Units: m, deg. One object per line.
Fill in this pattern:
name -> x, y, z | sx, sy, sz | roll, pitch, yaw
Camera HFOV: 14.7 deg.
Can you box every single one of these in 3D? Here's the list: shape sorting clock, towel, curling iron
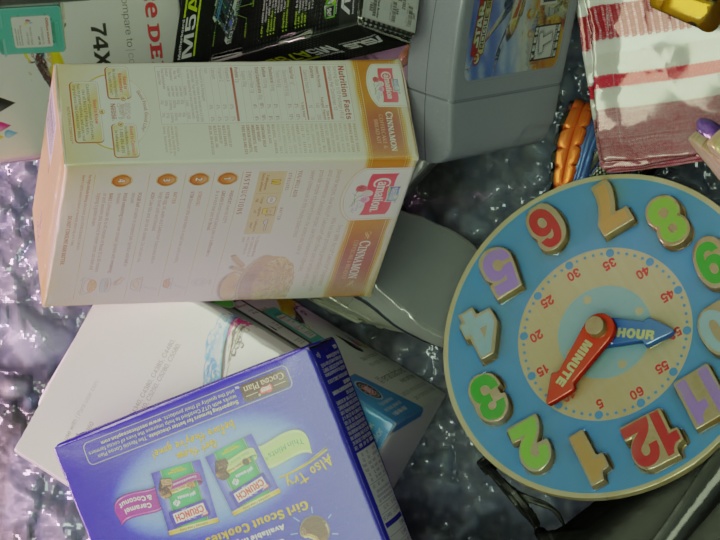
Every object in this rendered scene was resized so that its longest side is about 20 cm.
shape sorting clock -> 0.142, 0.036, 1.628 | 0.199, 0.039, 0.201 | -6, 71, 19
towel -> 0.195, -0.165, 1.646 | 0.144, 0.023, 0.201 | -9, 92, 15
curling iron -> 0.226, 0.102, 1.587 | 0.200, 0.026, 0.050 | -45, 74, 4

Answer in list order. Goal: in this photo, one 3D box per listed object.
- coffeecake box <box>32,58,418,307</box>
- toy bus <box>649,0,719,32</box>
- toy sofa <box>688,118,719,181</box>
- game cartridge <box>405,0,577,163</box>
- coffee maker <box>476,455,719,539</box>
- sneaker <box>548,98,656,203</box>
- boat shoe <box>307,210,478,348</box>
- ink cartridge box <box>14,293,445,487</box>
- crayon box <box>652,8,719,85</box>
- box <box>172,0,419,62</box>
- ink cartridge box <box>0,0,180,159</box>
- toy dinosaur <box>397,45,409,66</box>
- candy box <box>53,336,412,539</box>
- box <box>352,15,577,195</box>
coffeecake box -> -0.081, -0.049, 1.608 | 0.199, 0.154, 0.073 | -1, 59, -13
toy bus -> 0.209, -0.241, 1.596 | 0.078, 0.065, 0.201 | 24, 97, 12
toy sofa -> 0.282, -0.031, 1.622 | 0.083, 0.098, 0.200 | -41, 123, -2
game cartridge -> 0.081, -0.162, 1.605 | 0.041, 0.133, 0.201 | 19, 109, 27
coffee maker -> 0.211, 0.127, 1.653 | 0.200, 0.135, 0.192 | -43, 106, 3
sneaker -> 0.152, -0.002, 1.704 | 0.078, 0.075, 0.201 | 5, 97, 10
boat shoe -> 0.000, 0.000, 1.744 | 0.199, 0.070, 0.071 | 22, 66, -11
ink cartridge box -> -0.079, 0.094, 1.728 | 0.200, 0.147, 0.146 | 31, 101, 9
crayon box -> 0.221, -0.223, 1.676 | 0.118, 0.058, 0.201 | -15, 91, 15
box -> -0.030, -0.217, 1.623 | 0.193, 0.047, 0.201 | -11, 69, 55
ink cartridge box -> -0.227, -0.137, 1.693 | 0.146, 0.199, 0.147 | -4, 94, 56
toy dinosaur -> 0.050, -0.176, 1.681 | 0.101, 0.058, 0.200 | 45, 103, 8
candy box -> -0.060, 0.161, 1.615 | 0.169, 0.077, 0.201 | -21, 89, 14
box -> 0.034, -0.164, 1.736 | 0.156, 0.041, 0.200 | 45, 102, 7
